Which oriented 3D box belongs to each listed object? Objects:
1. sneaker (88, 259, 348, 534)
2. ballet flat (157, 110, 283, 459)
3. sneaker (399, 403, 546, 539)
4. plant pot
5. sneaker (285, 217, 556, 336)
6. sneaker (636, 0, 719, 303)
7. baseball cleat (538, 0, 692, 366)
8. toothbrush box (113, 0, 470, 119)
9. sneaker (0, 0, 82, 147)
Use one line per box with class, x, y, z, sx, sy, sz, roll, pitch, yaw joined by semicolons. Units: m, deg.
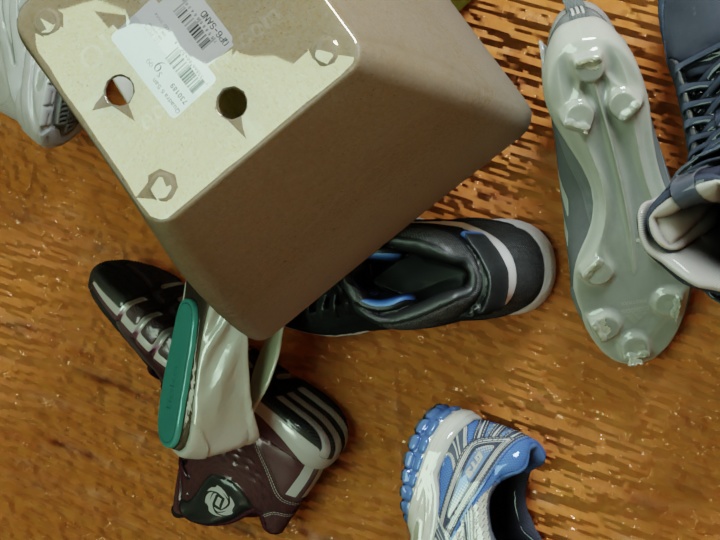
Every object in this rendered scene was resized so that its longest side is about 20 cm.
sneaker;-0.108;0.088;1.485;0.200;0.075;0.116;38;116;25
ballet flat;-0.073;0.009;1.396;0.069;0.069;0.202;13;101;32
sneaker;0.065;0.180;1.378;0.085;0.077;0.202;7;97;28
plant pot;-0.060;-0.106;1.254;0.200;0.177;0.200;-38;76;9
sneaker;0.000;0.000;1.383;0.199;0.112;0.074;-6;89;33
sneaker;0.183;-0.073;1.240;0.077;0.146;0.204;-30;76;32
baseball cleat;0.139;-0.053;1.321;0.069;0.107;0.201;-7;118;5
toothbrush box;-0.053;-0.160;1.422;0.200;0.086;0.146;-40;74;28
sneaker;-0.201;-0.182;1.502;0.099;0.078;0.201;25;111;21
